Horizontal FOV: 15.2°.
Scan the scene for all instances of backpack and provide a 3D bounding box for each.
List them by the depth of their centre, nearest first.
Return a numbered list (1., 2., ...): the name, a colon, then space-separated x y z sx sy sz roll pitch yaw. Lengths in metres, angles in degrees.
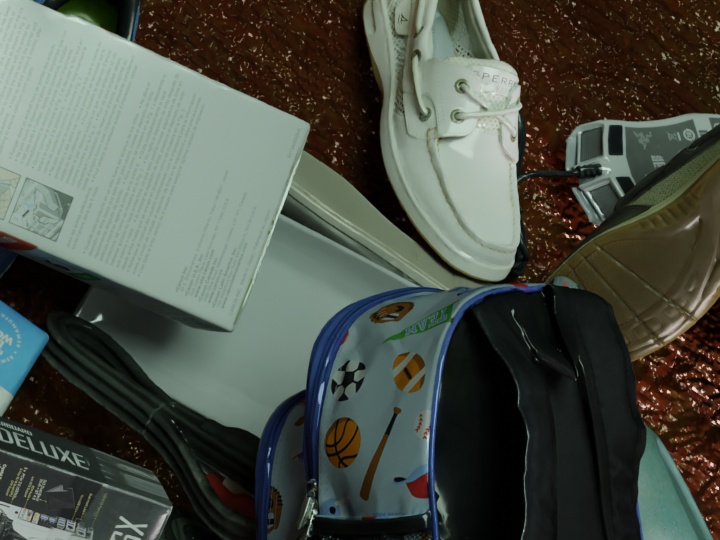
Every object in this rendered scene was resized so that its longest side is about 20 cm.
1. backpack: 0.046 0.099 1.180 0.200 0.154 0.191 2 92 -57

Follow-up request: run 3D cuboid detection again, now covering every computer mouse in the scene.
1. computer mouse: 0.149 -0.047 1.524 0.200 0.044 0.110 -1 63 -25

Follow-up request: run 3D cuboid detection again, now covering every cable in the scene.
1. cable: -0.085 0.090 1.256 0.200 0.050 0.097 29 20 18

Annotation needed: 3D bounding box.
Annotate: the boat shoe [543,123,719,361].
1. boat shoe: 0.172 -0.018 1.456 0.073 0.200 0.065 51 12 -12

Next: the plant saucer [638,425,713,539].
1. plant saucer: 0.156 0.140 1.355 0.201 0.039 0.201 62 9 -16

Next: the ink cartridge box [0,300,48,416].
1. ink cartridge box: -0.241 0.081 1.208 0.116 0.068 0.200 36 54 -12

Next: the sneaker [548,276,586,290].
1. sneaker: 0.023 0.053 1.339 0.200 0.079 0.096 -36 80 -10

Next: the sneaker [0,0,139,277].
1. sneaker: -0.167 -0.078 1.316 0.079 0.089 0.200 32 57 -14

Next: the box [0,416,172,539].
1. box: -0.191 0.156 1.142 0.158 0.050 0.200 20 98 -22

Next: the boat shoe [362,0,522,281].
1. boat shoe: 0.053 -0.089 1.441 0.071 0.069 0.200 14 48 -39

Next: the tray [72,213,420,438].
1. tray: -0.037 0.035 1.316 0.200 0.022 0.107 28 78 19

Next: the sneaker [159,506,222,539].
1. sneaker: -0.056 0.184 1.272 0.200 0.091 0.076 35 14 -35

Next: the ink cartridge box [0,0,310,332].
1. ink cartridge box: -0.134 -0.057 1.263 0.200 0.050 0.109 24 81 -23

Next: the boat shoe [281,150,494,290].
1. boat shoe: 0.000 0.000 1.400 0.200 0.057 0.067 35 20 -7
